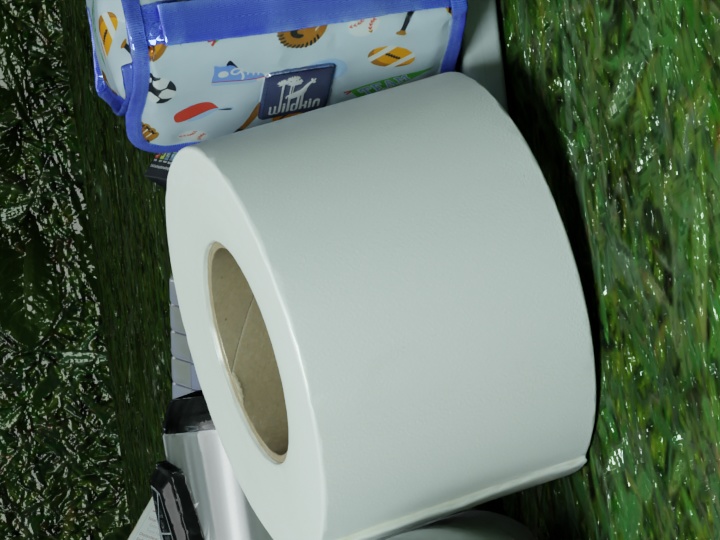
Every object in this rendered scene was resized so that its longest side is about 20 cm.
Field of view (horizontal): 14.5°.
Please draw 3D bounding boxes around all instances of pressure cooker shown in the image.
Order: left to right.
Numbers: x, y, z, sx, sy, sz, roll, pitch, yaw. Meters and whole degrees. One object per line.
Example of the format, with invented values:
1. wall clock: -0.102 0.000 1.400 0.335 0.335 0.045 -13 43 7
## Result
1. pressure cooker: -0.011 0.153 1.500 0.178 0.175 0.201 -9 89 42

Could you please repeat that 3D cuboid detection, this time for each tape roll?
1. tape roll: 0.007 0.020 1.326 0.203 0.139 0.204 163 90 -73

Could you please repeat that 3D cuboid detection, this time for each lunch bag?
1. lunch bag: -0.047 -0.129 1.390 0.200 0.169 0.125 -146 48 -75

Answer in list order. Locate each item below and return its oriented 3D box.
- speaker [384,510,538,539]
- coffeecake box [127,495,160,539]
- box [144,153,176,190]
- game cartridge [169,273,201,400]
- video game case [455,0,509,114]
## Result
1. speaker: 0.038 0.157 1.307 0.200 0.081 0.082 1 -98 -77
2. coffeecake box: -0.112 0.222 1.622 0.154 0.073 0.200 97 -163 -48
3. box: -0.063 -0.113 1.726 0.162 0.049 0.200 -59 12 -2
4. game cartridge: -0.068 -0.001 1.816 0.200 0.038 0.130 -57 -20 -48
5. video game case: 0.042 -0.117 1.449 0.182 0.023 0.201 172 92 -80
